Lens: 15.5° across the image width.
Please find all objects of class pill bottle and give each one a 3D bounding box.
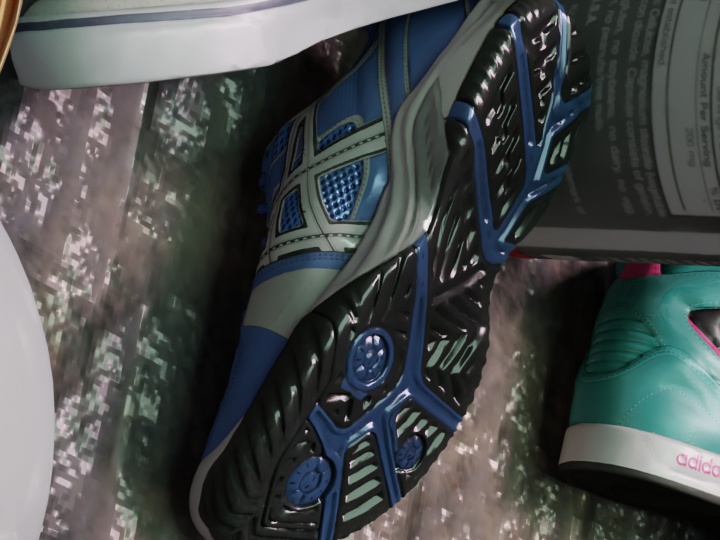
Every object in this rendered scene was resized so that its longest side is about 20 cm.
[{"bbox_3d":[0.129,-0.058,0.878,0.114,0.199,0.115,-6,97,-55],"label":"pill bottle"}]

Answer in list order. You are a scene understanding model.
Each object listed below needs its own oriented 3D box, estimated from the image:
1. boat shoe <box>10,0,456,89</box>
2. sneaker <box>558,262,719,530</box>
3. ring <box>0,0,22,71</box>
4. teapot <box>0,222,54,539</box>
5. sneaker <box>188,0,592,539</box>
[{"bbox_3d":[-0.026,-0.105,0.802,0.199,0.071,0.070,-20,108,-37],"label":"boat shoe"},{"bbox_3d":[0.155,0.040,0.995,0.199,0.083,0.122,21,75,-43],"label":"sneaker"},{"bbox_3d":[-0.176,-0.089,0.628,0.199,0.019,0.202,0,91,-20],"label":"ring"},{"bbox_3d":[-0.143,0.038,0.554,0.199,0.146,0.199,-23,101,-21],"label":"teapot"},{"bbox_3d":[0.000,0.000,0.833,0.201,0.077,0.076,-60,138,-16],"label":"sneaker"}]
